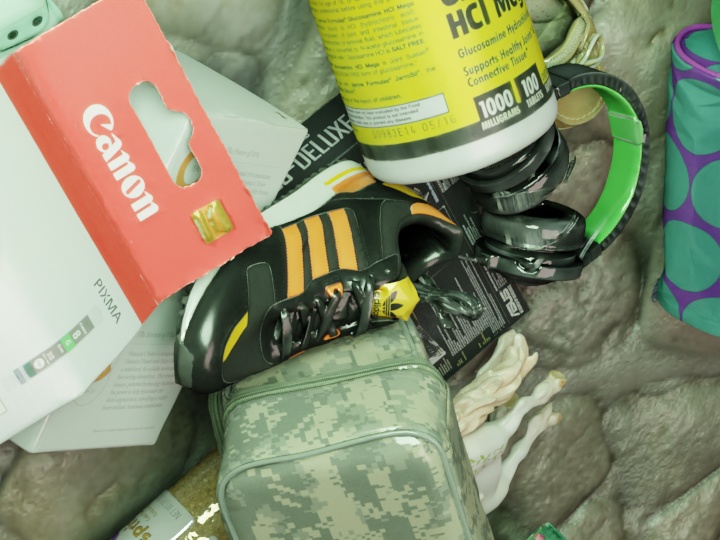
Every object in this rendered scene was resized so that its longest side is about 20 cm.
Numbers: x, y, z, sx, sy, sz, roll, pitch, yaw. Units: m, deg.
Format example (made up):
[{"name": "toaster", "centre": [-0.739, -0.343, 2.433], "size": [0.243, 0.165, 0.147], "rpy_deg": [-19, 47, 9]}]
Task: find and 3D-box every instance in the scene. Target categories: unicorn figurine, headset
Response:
[{"name": "unicorn figurine", "centre": [0.079, 0.127, 1.578], "size": [0.137, 0.074, 0.200], "rpy_deg": [-52, 141, -23]}, {"name": "headset", "centre": [0.102, -0.037, 1.440], "size": [0.200, 0.094, 0.124], "rpy_deg": [-34, 127, -26]}]

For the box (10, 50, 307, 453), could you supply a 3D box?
[{"name": "box", "centre": [-0.134, -0.014, 1.315], "size": [0.124, 0.097, 0.200], "rpy_deg": [4, 115, -63]}]

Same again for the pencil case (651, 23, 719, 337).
[{"name": "pencil case", "centre": [0.235, -0.059, 1.596], "size": [0.092, 0.085, 0.200], "rpy_deg": [-65, 158, -56]}]

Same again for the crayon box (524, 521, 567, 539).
[{"name": "crayon box", "centre": [0.077, 0.269, 1.664], "size": [0.200, 0.058, 0.119], "rpy_deg": [-42, 159, -9]}]

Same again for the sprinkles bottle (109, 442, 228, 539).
[{"name": "sprinkles bottle", "centre": [-0.132, 0.188, 1.484], "size": [0.200, 0.068, 0.068], "rpy_deg": [-41, 133, -10]}]

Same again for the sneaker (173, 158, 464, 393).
[{"name": "sneaker", "centre": [-0.019, 0.008, 1.322], "size": [0.200, 0.090, 0.070], "rpy_deg": [-43, 146, -46]}]

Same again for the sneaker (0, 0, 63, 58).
[{"name": "sneaker", "centre": [-0.201, -0.086, 1.260], "size": [0.118, 0.074, 0.201], "rpy_deg": [-15, 122, -23]}]

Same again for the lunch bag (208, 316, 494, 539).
[{"name": "lunch bag", "centre": [-0.001, 0.117, 1.407], "size": [0.139, 0.168, 0.200], "rpy_deg": [-12, 127, 9]}]

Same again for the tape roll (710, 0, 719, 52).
[{"name": "tape roll", "centre": [0.314, -0.136, 1.531], "size": [0.200, 0.201, 0.048], "rpy_deg": [-4, 146, -35]}]

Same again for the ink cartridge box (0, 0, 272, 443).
[{"name": "ink cartridge box", "centre": [-0.154, -0.020, 1.194], "size": [0.200, 0.050, 0.161], "rpy_deg": [-30, 119, -5]}]

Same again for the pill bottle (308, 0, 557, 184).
[{"name": "pill bottle", "centre": [0.027, -0.157, 1.339], "size": [0.112, 0.112, 0.200], "rpy_deg": [-27, 109, -21]}]

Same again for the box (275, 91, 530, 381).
[{"name": "box", "centre": [0.000, 0.000, 1.481], "size": [0.158, 0.050, 0.200], "rpy_deg": [-40, 132, -10]}]

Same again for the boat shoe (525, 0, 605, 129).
[{"name": "boat shoe", "centre": [0.099, -0.147, 1.457], "size": [0.073, 0.063, 0.201], "rpy_deg": [-42, 133, -9]}]
